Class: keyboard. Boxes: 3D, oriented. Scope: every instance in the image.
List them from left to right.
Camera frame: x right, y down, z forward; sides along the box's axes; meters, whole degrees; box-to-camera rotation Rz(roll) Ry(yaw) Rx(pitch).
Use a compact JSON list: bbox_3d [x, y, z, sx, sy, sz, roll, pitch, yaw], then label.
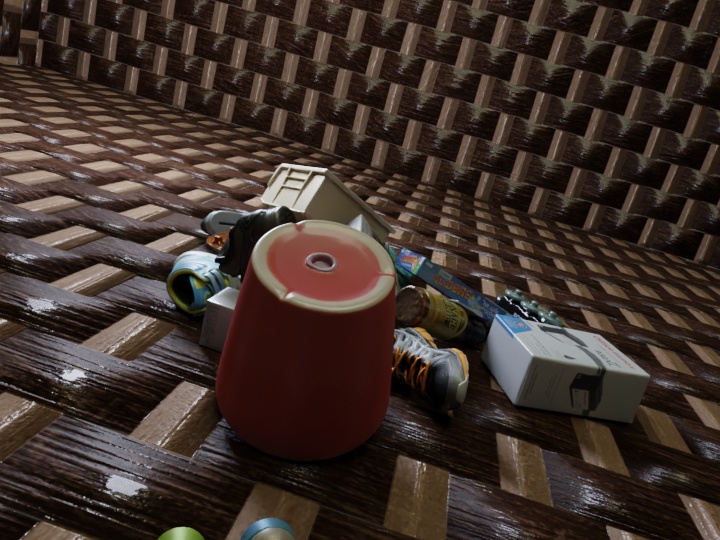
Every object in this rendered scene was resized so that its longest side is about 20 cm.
[{"bbox_3d":[0.149,0.058,1.101,0.056,0.011,0.200,25,-5,-15],"label":"keyboard"}]

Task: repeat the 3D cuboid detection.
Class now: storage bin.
[{"bbox_3d":[-0.070,-0.109,1.236,0.199,0.094,0.198,38,-10,-34],"label":"storage bin"}]

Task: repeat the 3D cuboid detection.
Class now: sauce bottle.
[{"bbox_3d":[0.132,0.077,0.994,0.199,0.067,0.066,21,8,-46],"label":"sauce bottle"}]

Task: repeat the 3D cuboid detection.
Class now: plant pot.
[{"bbox_3d":[-0.049,0.060,0.651,0.198,0.179,0.202,7,37,-6],"label":"plant pot"}]

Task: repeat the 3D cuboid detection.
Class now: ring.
[{"bbox_3d":[-0.158,-0.049,1.055,0.197,0.020,0.201,6,14,-2],"label":"ring"}]

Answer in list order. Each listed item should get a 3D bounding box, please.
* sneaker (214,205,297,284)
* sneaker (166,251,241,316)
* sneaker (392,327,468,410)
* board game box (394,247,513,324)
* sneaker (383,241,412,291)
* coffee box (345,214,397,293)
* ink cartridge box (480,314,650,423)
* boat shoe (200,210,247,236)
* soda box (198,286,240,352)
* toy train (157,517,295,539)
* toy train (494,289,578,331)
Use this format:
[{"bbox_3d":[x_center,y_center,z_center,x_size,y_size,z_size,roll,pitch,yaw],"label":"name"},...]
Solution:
[{"bbox_3d":[-0.127,0.009,0.868,0.113,0.201,0.076,-3,32,22],"label":"sneaker"},{"bbox_3d":[-0.184,0.029,0.905,0.197,0.081,0.131,5,15,-3],"label":"sneaker"},{"bbox_3d":[0.077,0.128,0.834,0.076,0.079,0.200,9,7,-23],"label":"sneaker"},{"bbox_3d":[0.165,0.033,1.131,0.199,0.035,0.135,32,1,-17],"label":"board game box"},{"bbox_3d":[0.059,0.010,1.229,0.079,0.078,0.201,29,19,-18],"label":"sneaker"},{"bbox_3d":[0.000,0.000,1.045,0.113,0.079,0.200,53,14,-17],"label":"coffee box"},{"bbox_3d":[0.306,0.147,0.956,0.197,0.085,0.145,12,17,-15],"label":"ink cartridge box"},{"bbox_3d":[-0.218,-0.083,1.233,0.198,0.073,0.071,14,-2,-36],"label":"boat shoe"},{"bbox_3d":[-0.101,0.088,0.811,0.198,0.064,0.068,19,17,7],"label":"soda box"},{"bbox_3d":[-0.118,0.207,0.398,0.197,0.086,0.116,9,7,-22],"label":"toy train"},{"bbox_3d":[0.321,0.103,1.133,0.113,0.086,0.200,22,11,-26],"label":"toy train"}]
